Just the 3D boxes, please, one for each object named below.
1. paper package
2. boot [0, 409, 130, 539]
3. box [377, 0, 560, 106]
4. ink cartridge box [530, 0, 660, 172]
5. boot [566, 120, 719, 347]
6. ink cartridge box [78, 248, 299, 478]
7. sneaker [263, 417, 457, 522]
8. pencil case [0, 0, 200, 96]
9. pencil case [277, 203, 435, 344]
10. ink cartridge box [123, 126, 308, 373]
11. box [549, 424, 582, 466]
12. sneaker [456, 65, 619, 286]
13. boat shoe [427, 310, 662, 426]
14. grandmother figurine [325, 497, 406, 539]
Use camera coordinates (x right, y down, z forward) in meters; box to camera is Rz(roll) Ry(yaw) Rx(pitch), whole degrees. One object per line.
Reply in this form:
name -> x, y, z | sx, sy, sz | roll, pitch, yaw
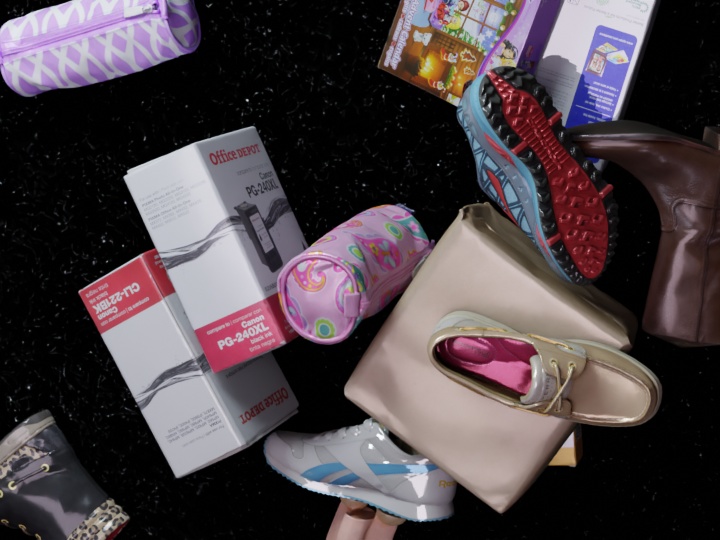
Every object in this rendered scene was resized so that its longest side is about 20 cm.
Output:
paper package -> 0.117, 0.075, 1.511 | 0.190, 0.103, 0.200 | 37, 108, 8
boot -> -0.340, 0.258, 1.759 | 0.151, 0.073, 0.200 | 46, 105, 5
box -> 0.107, -0.245, 1.507 | 0.137, 0.039, 0.201 | 29, 109, 30
ink cartridge box -> 0.190, -0.165, 1.516 | 0.099, 0.039, 0.201 | 21, 105, 14
boot -> 0.256, -0.025, 1.489 | 0.185, 0.064, 0.201 | 5, 106, -3
ink cartridge box -> -0.158, 0.077, 1.622 | 0.084, 0.144, 0.201 | -29, 90, 22
sneaker -> 0.002, 0.174, 1.620 | 0.199, 0.076, 0.081 | 12, 100, 24
pencil case -> -0.248, -0.222, 1.627 | 0.199, 0.085, 0.084 | -14, 94, 21
pencil case -> 0.000, 0.000, 1.527 | 0.087, 0.200, 0.088 | 6, 106, 21
ink cartridge box -> -0.118, -0.024, 1.588 | 0.083, 0.145, 0.201 | -23, 93, 22
box -> 0.139, 0.079, 1.580 | 0.119, 0.041, 0.201 | -1, 98, 19
sneaker -> 0.148, -0.079, 1.459 | 0.079, 0.095, 0.201 | -30, 97, -21
boat shoe -> 0.147, 0.089, 1.414 | 0.199, 0.069, 0.074 | 14, 105, 13
grandmother figurine -> -0.023, 0.310, 1.669 | 0.121, 0.061, 0.201 | 23, 104, 22
